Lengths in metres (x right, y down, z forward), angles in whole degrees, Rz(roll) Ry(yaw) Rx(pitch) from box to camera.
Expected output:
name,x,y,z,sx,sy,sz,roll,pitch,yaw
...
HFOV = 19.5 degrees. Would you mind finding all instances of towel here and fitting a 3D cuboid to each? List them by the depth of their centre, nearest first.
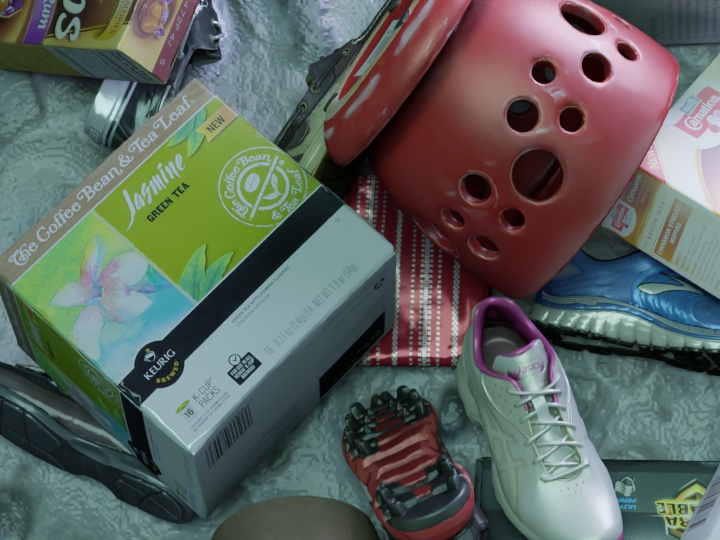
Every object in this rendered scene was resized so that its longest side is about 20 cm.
name,x,y,z,sx,sy,sz,roll,pitch,yaw
towel,0.000,0.000,1.519,0.198,0.023,0.146,0,73,8

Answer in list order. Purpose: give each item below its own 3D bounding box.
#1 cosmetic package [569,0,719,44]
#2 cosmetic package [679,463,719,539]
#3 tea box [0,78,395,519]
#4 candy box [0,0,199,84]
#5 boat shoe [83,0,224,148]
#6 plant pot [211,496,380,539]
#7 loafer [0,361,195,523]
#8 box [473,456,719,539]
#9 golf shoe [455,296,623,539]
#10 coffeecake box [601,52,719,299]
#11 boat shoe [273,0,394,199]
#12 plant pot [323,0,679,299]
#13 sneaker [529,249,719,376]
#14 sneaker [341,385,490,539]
name,x,y,z,sx,sy,sz,roll,pitch,yaw
cosmetic package,0.214,-0.267,1.495,0.198,0.166,0.169,-2,73,8
cosmetic package,0.310,0.203,1.357,0.199,0.071,0.102,32,70,-1
tea box,-0.110,0.019,1.432,0.196,0.134,0.200,39,71,17
candy box,-0.201,-0.205,1.542,0.199,0.056,0.117,9,72,42
boat shoe,-0.136,-0.174,1.574,0.070,0.072,0.201,25,81,-3
plant pot,-0.036,0.249,1.377,0.198,0.201,0.176,-10,56,5
loafer,-0.193,0.110,1.497,0.199,0.072,0.063,28,59,9
box,0.174,0.209,1.419,0.198,0.046,0.160,1,72,8
golf shoe,0.115,0.104,1.392,0.075,0.092,0.201,-20,53,-11
coffeecake box,0.291,-0.044,1.435,0.199,0.073,0.154,32,52,15
boat shoe,-0.012,-0.132,1.528,0.064,0.073,0.201,19,62,23
plant pot,0.090,-0.112,1.416,0.182,0.200,0.201,36,80,-9
sneaker,0.221,0.018,1.455,0.198,0.079,0.090,11,77,11
sneaker,0.038,0.151,1.411,0.070,0.201,0.098,-23,114,-3
